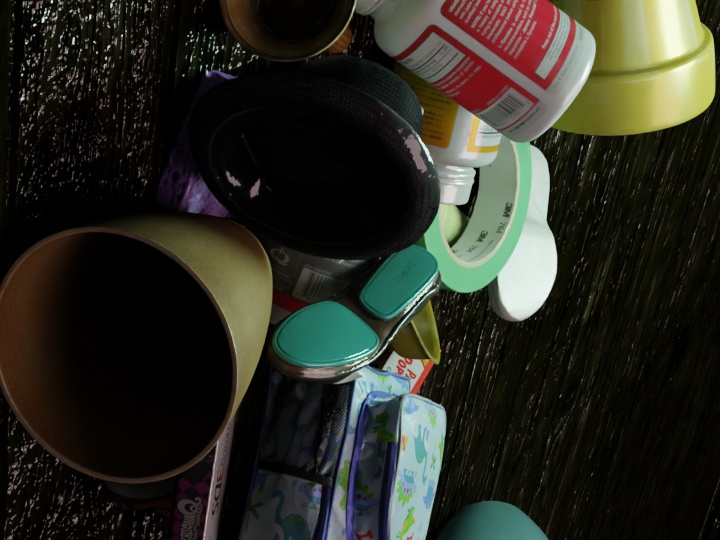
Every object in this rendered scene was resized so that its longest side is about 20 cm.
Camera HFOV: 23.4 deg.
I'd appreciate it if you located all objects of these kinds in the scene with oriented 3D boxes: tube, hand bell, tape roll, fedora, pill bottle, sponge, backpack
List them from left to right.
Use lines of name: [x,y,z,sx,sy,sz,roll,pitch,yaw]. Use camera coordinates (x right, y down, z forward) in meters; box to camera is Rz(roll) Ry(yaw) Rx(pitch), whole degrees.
sponge: [-0.086,-0.095,1.411,0.200,0.030,0.112,3,112,-65]
hand bell: [-0.037,-0.198,1.368,0.104,0.104,0.200,-63,170,1]
fedora: [-0.024,-0.097,1.290,0.201,0.200,0.092,89,24,-48]
pill bottle: [-0.024,-0.054,1.407,0.111,0.111,0.200,0,116,-64]
backpack: [-0.017,0.176,1.438,0.183,0.147,0.200,29,75,-71]
tube: [0.068,-0.055,1.759,0.052,0.058,0.200,-27,157,15]
pill bottle: [0.081,-0.164,1.557,0.109,0.109,0.200,-14,121,-60]
tape roll: [0.099,-0.080,1.715,0.200,0.048,0.201,-20,116,-50]
pill bottle: [0.085,-0.202,1.429,0.112,0.200,0.112,-50,-162,22]

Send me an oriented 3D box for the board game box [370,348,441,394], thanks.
board game box: [-0.025,0.146,1.643,0.046,0.151,0.200,41,67,-20]

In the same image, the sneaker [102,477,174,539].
sneaker: [-0.159,0.197,1.514,0.200,0.077,0.112,-18,130,-59]

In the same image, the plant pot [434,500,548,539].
plant pot: [0.173,0.386,2.305,0.200,0.200,0.135,85,4,-52]

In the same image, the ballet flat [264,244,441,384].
ballet flat: [-0.005,0.049,1.349,0.200,0.068,0.068,-31,155,-43]

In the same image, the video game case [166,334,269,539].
video game case: [-0.100,0.148,1.464,0.200,0.036,0.182,-5,105,-73]

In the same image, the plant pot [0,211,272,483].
plant pot: [-0.141,0.029,1.280,0.200,0.186,0.187,-46,155,-64]

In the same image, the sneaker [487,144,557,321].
sneaker: [0.157,-0.031,1.848,0.088,0.075,0.200,-33,-136,53]

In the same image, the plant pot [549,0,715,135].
plant pot: [0.257,-0.262,1.763,0.201,0.201,0.189,-37,130,-45]

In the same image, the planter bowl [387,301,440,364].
planter bowl: [0.000,0.000,1.546,0.083,0.201,0.200,-18,156,9]
